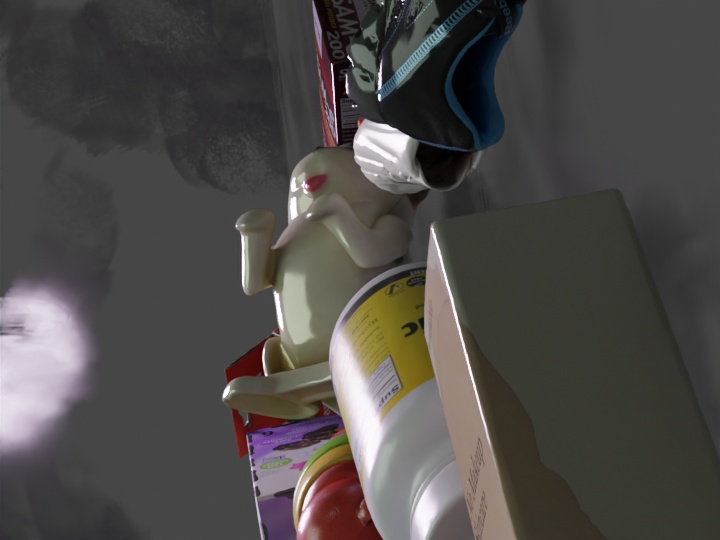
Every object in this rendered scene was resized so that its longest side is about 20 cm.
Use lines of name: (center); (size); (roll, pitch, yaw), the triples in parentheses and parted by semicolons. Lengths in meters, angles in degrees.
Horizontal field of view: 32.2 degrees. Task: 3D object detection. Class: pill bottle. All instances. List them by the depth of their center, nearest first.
pill bottle: (0.050, 0.082, 0.620); (0.200, 0.110, 0.112); (-112, 14, -65)

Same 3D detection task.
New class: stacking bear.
stacking bear: (0.005, 0.171, 0.863); (0.114, 0.121, 0.200); (44, -176, 3)

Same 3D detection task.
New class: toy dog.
toy dog: (0.000, 0.000, 0.901); (0.139, 0.193, 0.202); (-21, 62, 40)

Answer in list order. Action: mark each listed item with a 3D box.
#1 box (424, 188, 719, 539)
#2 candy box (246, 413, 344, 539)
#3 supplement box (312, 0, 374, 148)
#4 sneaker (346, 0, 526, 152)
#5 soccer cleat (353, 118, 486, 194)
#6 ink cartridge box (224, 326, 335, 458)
box: (0.082, 0.080, 0.458); (0.095, 0.077, 0.201); (88, 171, -56)
candy box: (-0.009, 0.181, 1.079); (0.200, 0.166, 0.072); (-134, 34, -79)
supplement box: (0.001, -0.122, 1.060); (0.109, 0.060, 0.201); (-105, 9, -48)
sneaker: (0.048, -0.152, 0.584); (0.082, 0.073, 0.201); (32, 133, 35)
soccer cleat: (0.037, -0.075, 0.746); (0.200, 0.069, 0.078); (108, 149, -72)
ink cartridge box: (-0.040, 0.094, 1.201); (0.050, 0.200, 0.110); (19, 129, 35)
